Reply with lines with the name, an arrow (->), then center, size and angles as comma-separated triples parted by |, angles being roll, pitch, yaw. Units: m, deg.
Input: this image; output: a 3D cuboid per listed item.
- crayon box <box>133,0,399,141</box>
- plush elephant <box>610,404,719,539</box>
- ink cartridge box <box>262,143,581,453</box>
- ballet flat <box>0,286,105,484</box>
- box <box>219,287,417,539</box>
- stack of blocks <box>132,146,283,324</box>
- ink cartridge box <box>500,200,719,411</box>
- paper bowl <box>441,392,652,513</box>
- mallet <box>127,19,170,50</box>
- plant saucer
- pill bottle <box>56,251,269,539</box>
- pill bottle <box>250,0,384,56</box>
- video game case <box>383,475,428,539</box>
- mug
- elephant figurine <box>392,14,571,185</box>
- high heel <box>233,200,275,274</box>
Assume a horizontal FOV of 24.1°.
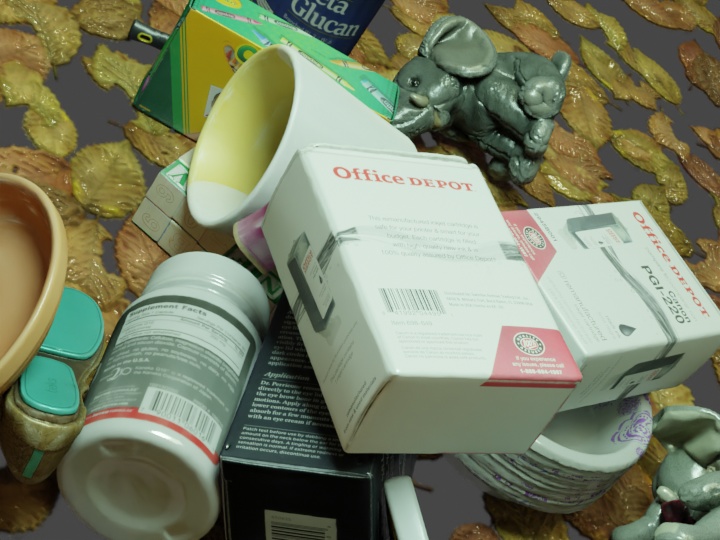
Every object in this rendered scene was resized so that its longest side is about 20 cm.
crayon box -> -0.080, -0.151, 1.459 | 0.199, 0.119, 0.059 | 28, 38, -13
plush elephant -> 0.280, 0.204, 1.374 | 0.200, 0.154, 0.166 | -39, 122, -21
ink cartridge box -> 0.035, 0.018, 1.107 | 0.144, 0.085, 0.201 | 4, 46, -29
ballet flat -> -0.209, 0.079, 1.116 | 0.067, 0.073, 0.200 | 17, 20, -14
box -> -0.021, 0.123, 1.174 | 0.103, 0.149, 0.201 | 6, 36, 9
stack of blocks -> -0.085, -0.006, 1.352 | 0.200, 0.059, 0.115 | 42, 37, 5
ink cartridge box -> 0.182, 0.026, 1.349 | 0.199, 0.085, 0.146 | -5, 54, -46
paper bowl -> 0.132, 0.107, 1.376 | 0.199, 0.105, 0.202 | 22, 39, -19
mallet -> -0.110, -0.188, 1.518 | 0.199, 0.066, 0.041 | 27, 37, -14
plant saucer -> -0.267, 0.028, 1.081 | 0.038, 0.199, 0.201 | 52, 21, -44
pill bottle -> -0.130, 0.085, 1.173 | 0.113, 0.114, 0.201 | 29, 37, -11
pill bottle -> -0.019, -0.290, 1.588 | 0.110, 0.200, 0.112 | 22, 39, -19
video game case -> 0.052, 0.263, 1.095 | 0.022, 0.183, 0.201 | -13, 54, -4
mug -> -0.031, -0.091, 1.320 | 0.152, 0.149, 0.188 | 25, 51, -29
elephant figurine -> 0.094, -0.174, 1.634 | 0.198, 0.143, 0.155 | 20, 8, 2
high heel -> 0.000, 0.000, 1.255 | 0.200, 0.095, 0.068 | 46, 28, -33
